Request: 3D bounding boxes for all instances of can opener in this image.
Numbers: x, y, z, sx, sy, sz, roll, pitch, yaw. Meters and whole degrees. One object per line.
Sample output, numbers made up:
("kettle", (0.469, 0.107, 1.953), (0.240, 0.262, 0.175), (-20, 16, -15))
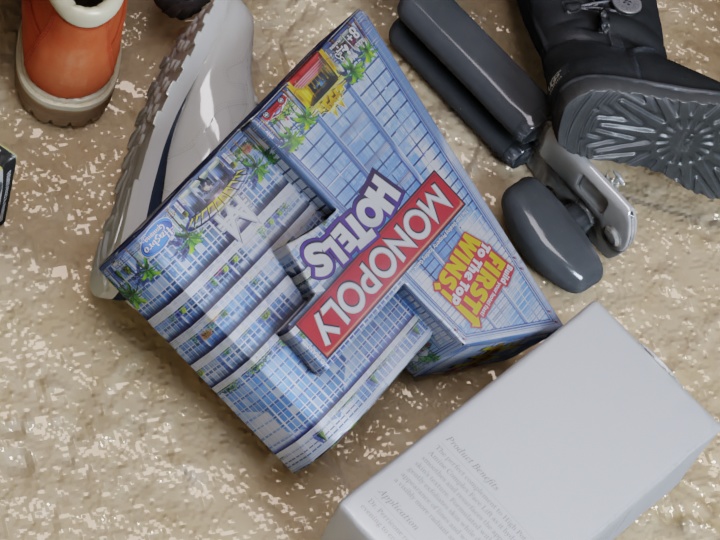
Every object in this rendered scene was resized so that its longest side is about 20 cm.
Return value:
("can opener", (0.083, -0.079, 1.462), (0.066, 0.053, 0.200), (-29, 71, -27))

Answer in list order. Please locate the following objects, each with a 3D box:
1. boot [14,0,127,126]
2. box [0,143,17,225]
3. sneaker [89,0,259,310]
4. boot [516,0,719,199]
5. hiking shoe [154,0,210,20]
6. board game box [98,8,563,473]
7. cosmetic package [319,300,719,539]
("boot", (-0.156, -0.192, 1.438), (0.075, 0.107, 0.200), (1, 59, -11))
("box", (-0.256, 0.011, 1.316), (0.050, 0.075, 0.200), (34, 58, 6))
("sneaker", (-0.085, -0.059, 1.406), (0.080, 0.076, 0.200), (21, 64, -12))
("boot", (0.169, -0.137, 1.501), (0.165, 0.066, 0.200), (16, 36, -23))
("hiking shoe", (-0.108, -0.243, 1.461), (0.101, 0.076, 0.200), (14, 78, -19))
("board game box", (0.000, 0.000, 1.357), (0.200, 0.062, 0.200), (46, 56, -7))
("cosmetic package", (0.082, 0.116, 1.341), (0.200, 0.074, 0.102), (-34, 74, -30))
